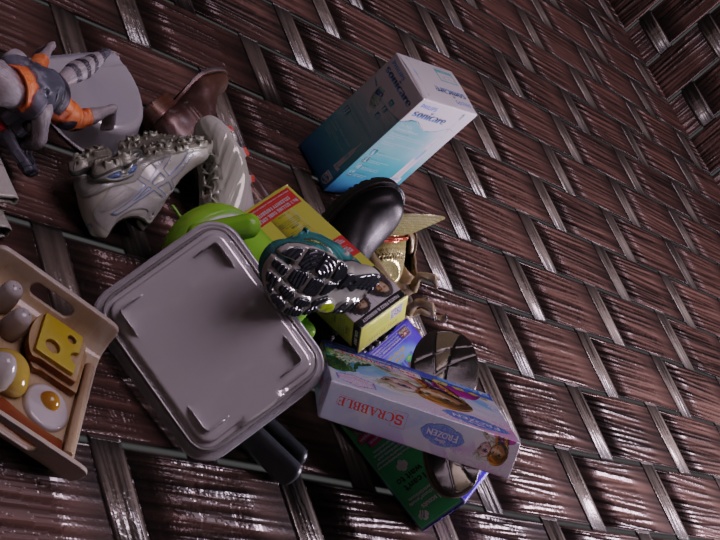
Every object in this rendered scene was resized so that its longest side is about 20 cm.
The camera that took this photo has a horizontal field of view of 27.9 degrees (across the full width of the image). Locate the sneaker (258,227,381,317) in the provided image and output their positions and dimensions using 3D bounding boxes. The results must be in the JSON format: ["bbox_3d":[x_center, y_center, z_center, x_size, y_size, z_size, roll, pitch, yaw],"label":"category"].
[{"bbox_3d":[-0.054,-0.002,1.453,0.080,0.078,0.200,46,11,20],"label":"sneaker"}]

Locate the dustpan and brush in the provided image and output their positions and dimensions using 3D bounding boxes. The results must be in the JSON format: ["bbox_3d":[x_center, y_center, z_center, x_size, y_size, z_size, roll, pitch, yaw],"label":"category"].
[{"bbox_3d":[-0.281,-0.150,1.620,0.139,0.057,0.200,-16,62,-50],"label":"dustpan and brush"}]

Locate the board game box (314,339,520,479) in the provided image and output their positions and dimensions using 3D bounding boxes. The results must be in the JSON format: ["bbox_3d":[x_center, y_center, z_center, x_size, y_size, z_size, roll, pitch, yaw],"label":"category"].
[{"bbox_3d":[0.051,0.137,1.487,0.199,0.041,0.200,19,7,-7],"label":"board game box"}]

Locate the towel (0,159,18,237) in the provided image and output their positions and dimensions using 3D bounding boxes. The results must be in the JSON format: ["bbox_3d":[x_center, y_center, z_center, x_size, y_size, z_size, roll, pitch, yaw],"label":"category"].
[{"bbox_3d":[-0.423,-0.126,1.369,0.192,0.034,0.201,12,46,-52],"label":"towel"}]

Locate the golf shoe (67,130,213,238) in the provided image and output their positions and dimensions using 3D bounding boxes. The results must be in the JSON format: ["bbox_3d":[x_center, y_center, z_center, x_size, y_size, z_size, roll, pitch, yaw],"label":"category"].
[{"bbox_3d":[-0.235,-0.095,1.568,0.199,0.078,0.098,-24,119,-50],"label":"golf shoe"}]

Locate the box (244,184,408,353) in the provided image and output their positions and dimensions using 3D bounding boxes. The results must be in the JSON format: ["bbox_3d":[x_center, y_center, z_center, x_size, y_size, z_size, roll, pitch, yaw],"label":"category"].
[{"bbox_3d":[-0.042,-0.004,1.585,0.075,0.050,0.200,-33,62,-27],"label":"box"}]

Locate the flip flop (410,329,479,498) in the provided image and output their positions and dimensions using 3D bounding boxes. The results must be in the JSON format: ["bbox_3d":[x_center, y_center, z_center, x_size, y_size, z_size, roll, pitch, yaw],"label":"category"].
[{"bbox_3d":[0.093,0.160,1.626,0.080,0.058,0.202,3,65,-15],"label":"flip flop"}]

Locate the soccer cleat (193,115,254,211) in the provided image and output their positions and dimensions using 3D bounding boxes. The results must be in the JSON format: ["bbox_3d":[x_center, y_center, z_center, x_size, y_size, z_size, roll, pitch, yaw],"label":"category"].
[{"bbox_3d":[-0.158,-0.081,1.656,0.077,0.069,0.201,-14,82,-35],"label":"soccer cleat"}]

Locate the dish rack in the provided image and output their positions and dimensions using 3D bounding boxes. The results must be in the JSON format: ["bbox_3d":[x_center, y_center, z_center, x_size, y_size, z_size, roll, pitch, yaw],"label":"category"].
[{"bbox_3d":[-0.146,0.065,1.419,0.201,0.171,0.044,54,-14,3],"label":"dish rack"}]

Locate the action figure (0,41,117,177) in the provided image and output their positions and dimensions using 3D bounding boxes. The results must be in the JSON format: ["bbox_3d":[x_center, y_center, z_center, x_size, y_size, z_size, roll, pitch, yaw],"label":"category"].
[{"bbox_3d":[-0.341,-0.206,1.476,0.201,0.104,0.193,57,18,-2],"label":"action figure"}]

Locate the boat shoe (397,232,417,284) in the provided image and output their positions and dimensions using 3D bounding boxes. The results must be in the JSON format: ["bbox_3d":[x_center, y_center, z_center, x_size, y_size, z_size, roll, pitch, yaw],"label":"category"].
[{"bbox_3d":[0.050,-0.035,1.966,0.071,0.064,0.201,34,31,-29],"label":"boat shoe"}]

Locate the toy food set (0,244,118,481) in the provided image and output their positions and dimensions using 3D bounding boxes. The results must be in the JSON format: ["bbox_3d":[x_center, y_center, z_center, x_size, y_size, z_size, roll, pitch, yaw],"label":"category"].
[{"bbox_3d":[-0.287,0.078,1.290,0.143,0.060,0.201,38,29,-24],"label":"toy food set"}]

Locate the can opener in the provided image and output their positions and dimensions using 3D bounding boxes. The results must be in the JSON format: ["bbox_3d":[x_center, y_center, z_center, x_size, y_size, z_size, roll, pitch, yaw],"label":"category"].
[{"bbox_3d":[-0.125,0.134,1.478,0.200,0.066,0.053,50,29,-14],"label":"can opener"}]

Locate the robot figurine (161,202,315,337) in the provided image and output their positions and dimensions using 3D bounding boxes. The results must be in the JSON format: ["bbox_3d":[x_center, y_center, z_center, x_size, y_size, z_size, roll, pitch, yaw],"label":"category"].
[{"bbox_3d":[-0.134,0.010,1.534,0.200,0.115,0.176,45,-13,30],"label":"robot figurine"}]

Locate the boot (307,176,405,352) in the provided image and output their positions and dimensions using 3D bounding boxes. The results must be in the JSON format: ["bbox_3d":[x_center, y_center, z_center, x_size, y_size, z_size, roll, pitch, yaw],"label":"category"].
[{"bbox_3d":[0.001,0.002,1.660,0.158,0.211,0.080,42,-6,45],"label":"boot"}]

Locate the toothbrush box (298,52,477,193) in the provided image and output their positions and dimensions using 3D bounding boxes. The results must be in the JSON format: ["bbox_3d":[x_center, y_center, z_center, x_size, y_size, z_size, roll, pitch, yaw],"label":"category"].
[{"bbox_3d":[0.039,-0.194,2.002,0.146,0.200,0.086,5,51,-54],"label":"toothbrush box"}]

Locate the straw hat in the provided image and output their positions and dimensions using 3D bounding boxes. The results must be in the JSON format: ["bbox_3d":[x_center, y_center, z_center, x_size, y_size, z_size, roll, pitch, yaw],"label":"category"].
[{"bbox_3d":[0.018,-0.023,1.839,0.200,0.200,0.086,2,87,-57],"label":"straw hat"}]

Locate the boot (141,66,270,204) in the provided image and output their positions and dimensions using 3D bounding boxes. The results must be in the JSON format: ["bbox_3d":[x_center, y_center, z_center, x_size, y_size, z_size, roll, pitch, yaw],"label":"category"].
[{"bbox_3d":[-0.159,-0.142,1.773,0.200,0.064,0.186,47,39,0],"label":"boot"}]

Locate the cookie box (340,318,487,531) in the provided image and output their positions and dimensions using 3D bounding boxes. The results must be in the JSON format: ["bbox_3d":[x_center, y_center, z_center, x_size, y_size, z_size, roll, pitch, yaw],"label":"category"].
[{"bbox_3d":[0.064,0.177,1.699,0.200,0.075,0.171,51,28,2],"label":"cookie box"}]

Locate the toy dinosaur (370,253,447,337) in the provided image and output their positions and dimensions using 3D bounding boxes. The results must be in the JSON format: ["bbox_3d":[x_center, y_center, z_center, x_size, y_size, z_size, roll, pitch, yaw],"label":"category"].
[{"bbox_3d":[0.045,0.036,1.773,0.058,0.100,0.201,-72,150,-50],"label":"toy dinosaur"}]
